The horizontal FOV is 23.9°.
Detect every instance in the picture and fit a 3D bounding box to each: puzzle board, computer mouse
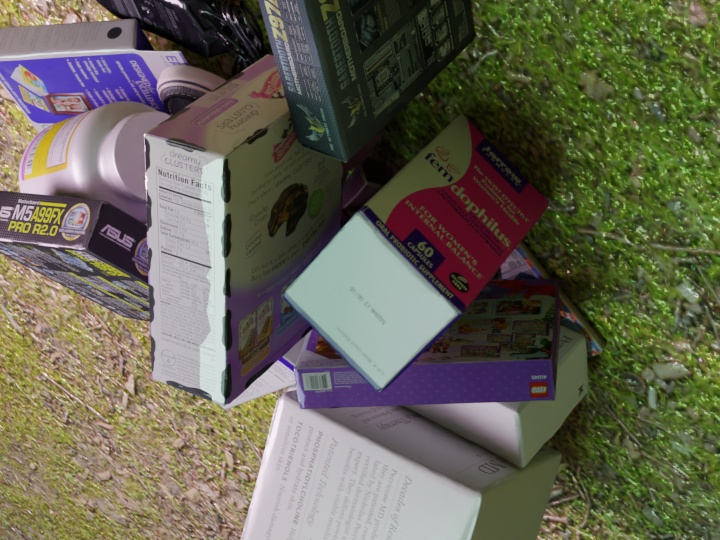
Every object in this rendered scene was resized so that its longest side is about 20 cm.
[{"bbox_3d":[0.106,0.033,1.462,0.151,0.017,0.200,50,150,-8],"label":"puzzle board"},{"bbox_3d":[-0.150,-0.227,1.430,0.199,0.053,0.139,29,162,17],"label":"computer mouse"}]

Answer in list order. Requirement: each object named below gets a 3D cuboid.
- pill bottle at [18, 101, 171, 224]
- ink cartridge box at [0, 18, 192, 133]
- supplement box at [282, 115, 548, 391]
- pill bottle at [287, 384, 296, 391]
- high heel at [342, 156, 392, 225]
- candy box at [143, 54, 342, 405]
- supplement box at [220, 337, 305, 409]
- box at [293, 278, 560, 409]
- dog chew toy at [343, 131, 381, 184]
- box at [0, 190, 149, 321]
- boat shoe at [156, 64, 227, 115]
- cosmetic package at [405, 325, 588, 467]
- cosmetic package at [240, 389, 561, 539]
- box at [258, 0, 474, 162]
[{"bbox_3d":[-0.213,-0.086,1.446,0.105,0.104,0.199,54,155,-16],"label":"pill bottle"},{"bbox_3d":[-0.209,-0.150,1.530,0.198,0.044,0.199,2,150,20],"label":"ink cartridge box"},{"bbox_3d":[0.045,-0.017,1.256,0.101,0.200,0.103,44,124,0],"label":"supplement box"},{"bbox_3d":[0.032,0.146,1.597,0.199,0.110,0.110,14,138,37],"label":"pill bottle"},{"bbox_3d":[0.000,0.000,1.387,0.067,0.201,0.096,15,127,-29],"label":"high heel"},{"bbox_3d":[-0.082,-0.033,1.244,0.071,0.168,0.202,16,122,24],"label":"candy box"},{"bbox_3d":[-0.105,0.054,1.653,0.103,0.102,0.200,37,152,-14],"label":"supplement box"},{"bbox_3d":[0.057,0.056,1.334,0.198,0.137,0.039,-3,116,11],"label":"box"},{"bbox_3d":[-0.039,-0.122,1.350,0.125,0.125,0.200,47,131,-4],"label":"dog chew toy"},{"bbox_3d":[-0.209,-0.006,1.439,0.159,0.045,0.199,6,162,41],"label":"box"},{"bbox_3d":[-0.110,-0.083,1.461,0.074,0.093,0.200,-12,138,40],"label":"boat shoe"},{"bbox_3d":[0.082,0.071,1.423,0.199,0.101,0.072,25,144,31],"label":"cosmetic package"},{"bbox_3d":[0.033,0.204,1.437,0.199,0.167,0.168,23,107,26],"label":"cosmetic package"},{"bbox_3d":[0.001,-0.200,1.163,0.051,0.158,0.201,21,143,35],"label":"box"}]
